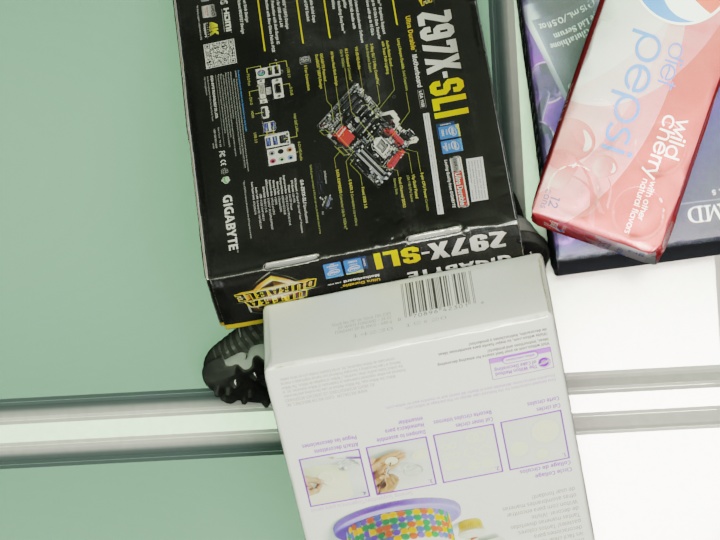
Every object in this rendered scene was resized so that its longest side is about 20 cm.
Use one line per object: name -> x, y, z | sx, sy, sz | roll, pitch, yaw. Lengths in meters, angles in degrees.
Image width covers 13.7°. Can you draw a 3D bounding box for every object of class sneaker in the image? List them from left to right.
sneaker -> 0.000, 0.000, 1.571 | 0.199, 0.066, 0.091 | -28, 60, 16

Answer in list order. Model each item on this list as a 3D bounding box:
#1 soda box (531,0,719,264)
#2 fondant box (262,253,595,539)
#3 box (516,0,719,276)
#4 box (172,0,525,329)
soda box -> 0.145, -0.108, 1.461 | 0.070, 0.063, 0.201 | 19, 88, 4
fondant box -> 0.039, 0.099, 1.511 | 0.143, 0.058, 0.201 | -11, 123, 3
box -> 0.158, -0.106, 1.544 | 0.147, 0.104, 0.201 | -9, 86, 2
box -> -0.009, -0.076, 1.534 | 0.159, 0.049, 0.201 | -10, 55, 1
